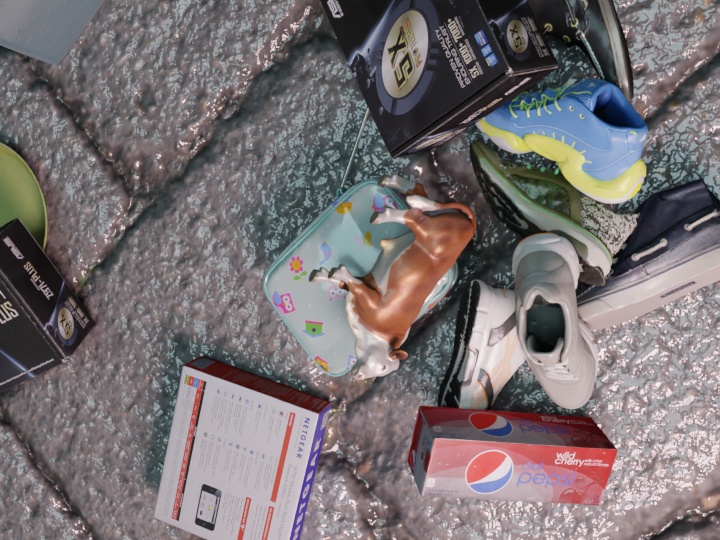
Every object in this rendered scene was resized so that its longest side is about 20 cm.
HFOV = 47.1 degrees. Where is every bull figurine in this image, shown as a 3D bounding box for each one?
[{"bbox_3d":[0.028,0.008,0.805,0.121,0.065,0.201,32,96,-25],"label":"bull figurine"}]

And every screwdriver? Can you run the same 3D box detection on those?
[{"bbox_3d":[0.011,-0.173,0.894,0.029,0.028,0.203,24,101,42],"label":"screwdriver"}]

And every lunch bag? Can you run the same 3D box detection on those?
[{"bbox_3d":[0.000,0.000,0.898,0.200,0.077,0.161,-41,83,18],"label":"lunch bag"}]

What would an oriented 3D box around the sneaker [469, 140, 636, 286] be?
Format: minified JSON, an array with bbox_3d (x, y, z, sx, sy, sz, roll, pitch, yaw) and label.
[{"bbox_3d":[0.192,-0.074,0.832,0.088,0.077,0.200,-41,66,-9],"label":"sneaker"}]

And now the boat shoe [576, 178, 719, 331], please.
[{"bbox_3d":[0.277,-0.012,0.823,0.198,0.074,0.094,-26,66,24],"label":"boat shoe"}]

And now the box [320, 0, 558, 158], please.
[{"bbox_3d":[0.065,-0.237,0.782,0.163,0.086,0.202,-27,85,46],"label":"box"}]

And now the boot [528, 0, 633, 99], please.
[{"bbox_3d":[0.173,-0.240,0.817,0.152,0.073,0.206,-21,86,21],"label":"boot"}]

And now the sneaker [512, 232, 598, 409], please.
[{"bbox_3d":[0.178,0.070,0.779,0.075,0.093,0.202,-6,126,24],"label":"sneaker"}]

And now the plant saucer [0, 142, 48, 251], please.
[{"bbox_3d":[-0.477,-0.068,1.060,0.197,0.031,0.203,2,97,17],"label":"plant saucer"}]

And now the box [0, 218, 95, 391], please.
[{"bbox_3d":[-0.459,0.058,1.008,0.198,0.086,0.165,-23,112,18],"label":"box"}]

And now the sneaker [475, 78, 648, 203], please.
[{"bbox_3d":[0.192,-0.153,0.789,0.199,0.076,0.106,35,145,23],"label":"sneaker"}]

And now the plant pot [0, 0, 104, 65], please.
[{"bbox_3d":[-0.404,-0.375,0.909,0.197,0.200,0.196,47,107,6],"label":"plant pot"}]

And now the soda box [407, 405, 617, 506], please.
[{"bbox_3d":[0.152,0.186,0.834,0.197,0.064,0.071,7,109,-14],"label":"soda box"}]

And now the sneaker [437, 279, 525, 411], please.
[{"bbox_3d":[0.133,0.111,0.874,0.079,0.074,0.203,7,112,-13],"label":"sneaker"}]

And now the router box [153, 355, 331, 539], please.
[{"bbox_3d":[-0.143,0.228,0.986,0.177,0.049,0.203,17,102,14],"label":"router box"}]
